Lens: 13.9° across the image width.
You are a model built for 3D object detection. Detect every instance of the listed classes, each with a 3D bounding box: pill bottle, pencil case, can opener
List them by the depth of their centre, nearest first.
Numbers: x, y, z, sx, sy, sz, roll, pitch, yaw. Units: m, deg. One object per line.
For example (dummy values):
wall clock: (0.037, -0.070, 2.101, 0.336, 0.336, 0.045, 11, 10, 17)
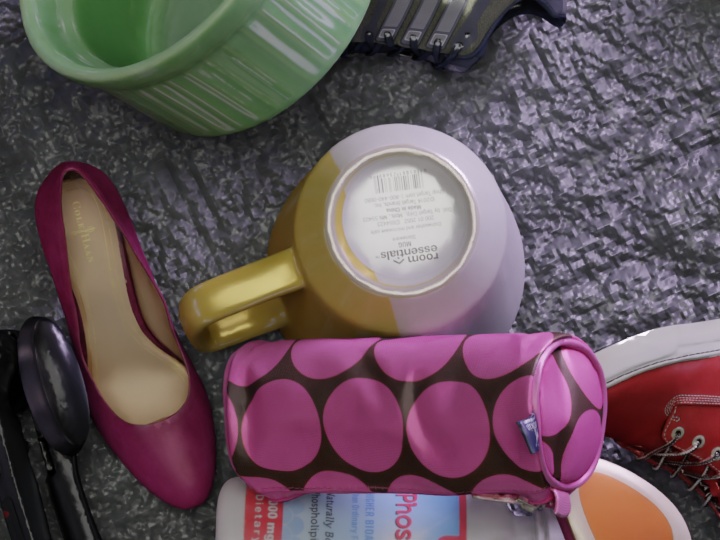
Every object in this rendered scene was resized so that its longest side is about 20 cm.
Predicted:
pencil case: (0.025, 0.080, 1.539, 0.200, 0.091, 0.094, -2, 88, 32)
pill bottle: (0.021, 0.169, 1.615, 0.199, 0.109, 0.109, 1, 80, -1)
can opener: (-0.175, 0.126, 1.646, 0.063, 0.079, 0.201, -10, 89, -11)

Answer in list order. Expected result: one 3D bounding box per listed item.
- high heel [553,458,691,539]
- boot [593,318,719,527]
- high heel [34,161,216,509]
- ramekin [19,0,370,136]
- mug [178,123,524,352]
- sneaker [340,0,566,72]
high heel: (0.154, 0.181, 1.598, 0.200, 0.096, 0.067, 46, 67, -11)
boot: (0.179, 0.104, 1.610, 0.200, 0.072, 0.145, -8, 80, -42)
high heel: (-0.133, 0.037, 1.643, 0.067, 0.096, 0.200, -26, 81, -7)
ramekin: (-0.084, -0.172, 1.638, 0.200, 0.098, 0.200, -21, 53, 31)
mug: (0.010, 0.001, 1.624, 0.149, 0.153, 0.187, 38, 82, 5)
sneaker: (0.030, -0.146, 1.694, 0.200, 0.074, 0.081, -23, 85, -3)
